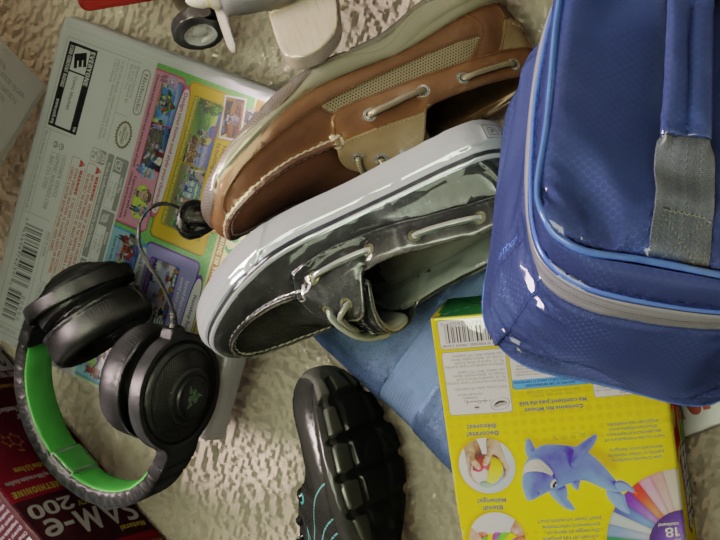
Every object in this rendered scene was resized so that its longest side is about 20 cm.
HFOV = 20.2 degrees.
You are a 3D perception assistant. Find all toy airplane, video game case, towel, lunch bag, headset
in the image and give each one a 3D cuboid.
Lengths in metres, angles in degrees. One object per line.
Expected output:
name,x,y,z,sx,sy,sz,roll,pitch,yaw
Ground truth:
toy airplane,-0.058,-0.214,1.071,0.200,0.141,0.200,22,82,37
video game case,-0.125,-0.027,1.167,0.182,0.022,0.201,22,101,31
towel,0.046,0.030,1.086,0.200,0.049,0.112,43,109,17
lunch bag,0.139,-0.056,0.924,0.135,0.132,0.200,11,59,-5
headset,-0.121,0.039,1.122,0.123,0.094,0.200,43,126,21

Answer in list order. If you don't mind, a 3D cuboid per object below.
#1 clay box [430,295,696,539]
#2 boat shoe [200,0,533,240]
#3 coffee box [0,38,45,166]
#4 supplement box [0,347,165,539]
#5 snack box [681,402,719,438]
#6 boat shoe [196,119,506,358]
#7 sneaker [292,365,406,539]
clay box,0.107,0.110,1.014,0.115,0.048,0.201,-5,102,15
boat shoe,0.008,-0.074,1.044,0.200,0.076,0.072,-36,74,-9
coffee box,-0.342,-0.092,1.135,0.197,0.200,0.200,17,71,30
supplement box,-0.199,0.133,1.174,0.200,0.109,0.061,47,110,15
snack box,0.163,-0.019,1.039,0.072,0.024,0.201,-23,83,23
boat shoe,0.000,0.000,1.020,0.200,0.072,0.071,-33,57,23
sneaker,-0.013,0.153,1.102,0.079,0.075,0.201,-14,89,30
